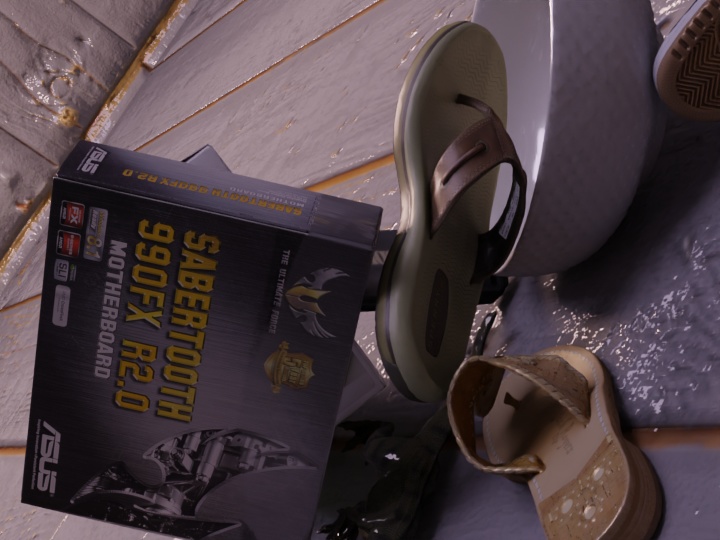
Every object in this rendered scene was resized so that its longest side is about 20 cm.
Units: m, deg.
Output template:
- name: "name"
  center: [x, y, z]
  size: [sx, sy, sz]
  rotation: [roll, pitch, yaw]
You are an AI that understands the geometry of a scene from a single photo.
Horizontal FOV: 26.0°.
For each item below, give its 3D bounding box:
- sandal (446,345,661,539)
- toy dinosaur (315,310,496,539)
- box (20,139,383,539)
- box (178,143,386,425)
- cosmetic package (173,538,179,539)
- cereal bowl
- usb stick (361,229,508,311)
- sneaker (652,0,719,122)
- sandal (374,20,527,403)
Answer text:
- name: "sandal"
  center: [0.076, 0.067, 0.737]
  size: [0.078, 0.070, 0.212]
  rotation: [-51, 17, 8]
- name: "toy dinosaur"
  center: [0.016, 0.112, 0.861]
  size: [0.088, 0.047, 0.200]
  rotation: [-26, 28, 50]
- name: "box"
  center: [-0.085, 0.046, 0.798]
  size: [0.048, 0.158, 0.200]
  rotation: [-75, -1, -61]
- name: "box"
  center: [-0.089, 0.035, 0.967]
  size: [0.097, 0.177, 0.200]
  rotation: [-37, 1, -15]
- name: "cosmetic package"
  center: [-0.114, 0.233, 0.948]
  size: [0.200, 0.051, 0.083]
  rotation: [-61, 15, -22]
- name: "cereal bowl"
  center: [0.116, -0.095, 0.860]
  size: [0.200, 0.083, 0.201]
  rotation: [-177, 90, -81]
- name: "usb stick"
  center: [0.000, 0.000, 0.881]
  size: [0.056, 0.200, 0.033]
  rotation: [55, 131, 35]
- name: "sneaker"
  center: [0.221, -0.163, 0.799]
  size: [0.200, 0.070, 0.109]
  rotation: [-43, 24, 10]
- name: "sandal"
  center: [0.056, -0.030, 0.781]
  size: [0.057, 0.080, 0.201]
  rotation: [-9, 64, 37]
